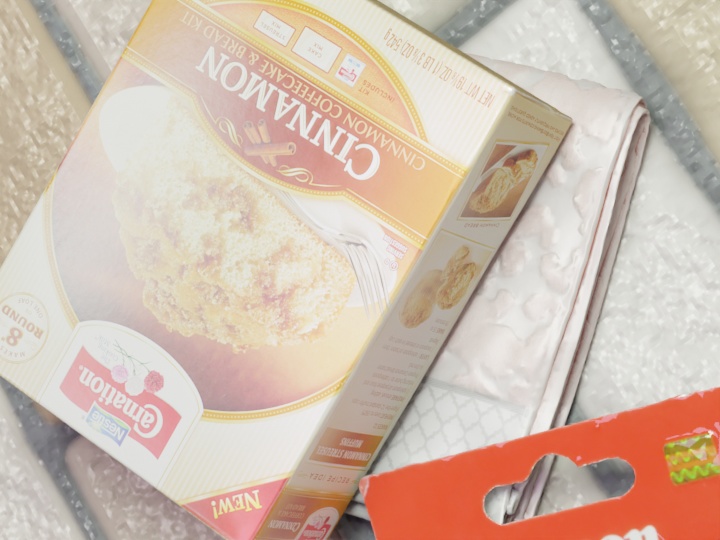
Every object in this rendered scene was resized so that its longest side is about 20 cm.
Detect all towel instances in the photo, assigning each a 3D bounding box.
[{"bbox_3d":[0.000,0.000,1.156,0.199,0.032,0.192,15,88,25],"label":"towel"}]

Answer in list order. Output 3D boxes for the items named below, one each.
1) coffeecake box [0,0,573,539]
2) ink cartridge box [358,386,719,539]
[{"bbox_3d":[-0.038,-0.014,1.117,0.153,0.073,0.201,33,97,23],"label":"coffeecake box"},{"bbox_3d":[0.087,0.158,1.066,0.162,0.050,0.201,-16,88,21],"label":"ink cartridge box"}]
